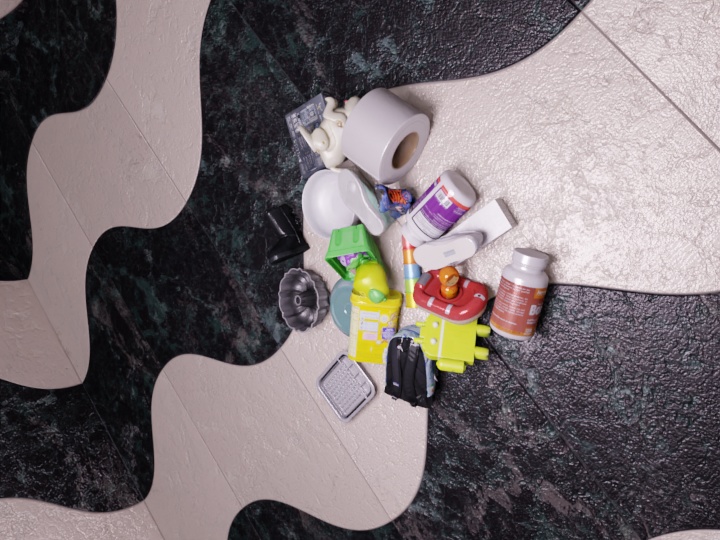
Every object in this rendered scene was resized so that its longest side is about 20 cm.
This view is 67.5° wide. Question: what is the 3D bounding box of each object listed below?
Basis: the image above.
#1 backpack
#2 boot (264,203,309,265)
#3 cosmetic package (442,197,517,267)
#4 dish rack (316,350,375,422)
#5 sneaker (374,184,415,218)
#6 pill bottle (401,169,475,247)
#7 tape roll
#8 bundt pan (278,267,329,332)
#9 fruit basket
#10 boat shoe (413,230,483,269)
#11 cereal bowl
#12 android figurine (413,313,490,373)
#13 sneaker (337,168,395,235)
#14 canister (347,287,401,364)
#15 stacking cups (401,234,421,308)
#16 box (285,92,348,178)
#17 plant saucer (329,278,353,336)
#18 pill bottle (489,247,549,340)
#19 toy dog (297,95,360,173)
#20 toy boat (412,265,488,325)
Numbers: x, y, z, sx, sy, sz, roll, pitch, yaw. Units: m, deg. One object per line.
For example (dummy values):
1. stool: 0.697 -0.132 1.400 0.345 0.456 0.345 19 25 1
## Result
1. backpack: 0.142 0.253 1.503 0.161 0.154 0.203 9 126 36
2. boot: -0.247 -0.115 1.664 0.073 0.197 0.165 -28 90 32
3. cosmetic package: 0.292 -0.092 1.369 0.199 0.050 0.084 -37 76 35
4. dish rack: -0.042 0.362 1.704 0.172 0.043 0.201 50 123 16
5. sneaker: 0.092 -0.190 1.411 0.077 0.199 0.077 -17 82 21
6. pill bottle: 0.195 -0.153 1.388 0.200 0.112 0.113 -46 73 33
7. tape roll: 0.066 -0.343 1.387 0.139 0.201 0.205 38 119 22
8. bundt pan: -0.171 0.091 1.708 0.199 0.075 0.207 5 97 44
9. fruit basket: 0.000 0.000 1.482 0.152 0.215 0.221 -8 95 14
10. boat shoe: 0.220 -0.059 1.354 0.199 0.068 0.073 -24 99 48
11. cereal bowl: -0.074 -0.195 1.588 0.197 0.083 0.205 8 103 34
12. android figurine: 0.237 0.174 1.404 0.196 0.041 0.185 9 65 10
13. sneaker: 0.019 -0.197 1.494 0.073 0.118 0.202 -34 89 33
14. canister: 0.037 0.160 1.558 0.145 0.087 0.204 6 107 2
15. stacking cups: 0.141 0.000 1.496 0.060 0.060 0.205 -6 92 35
16. box: -0.132 -0.398 1.607 0.156 0.051 0.204 -19 88 36
17. plant saucer: -0.026 0.117 1.647 0.197 0.036 0.205 8 104 34
18. pill bottle: 0.385 0.054 1.294 0.111 0.111 0.204 20 111 30
19. toy dog: -0.047 -0.386 1.470 0.199 0.139 0.195 -37 86 8
20. toy boat: 0.229 0.044 1.376 0.197 0.131 0.132 22 143 29
